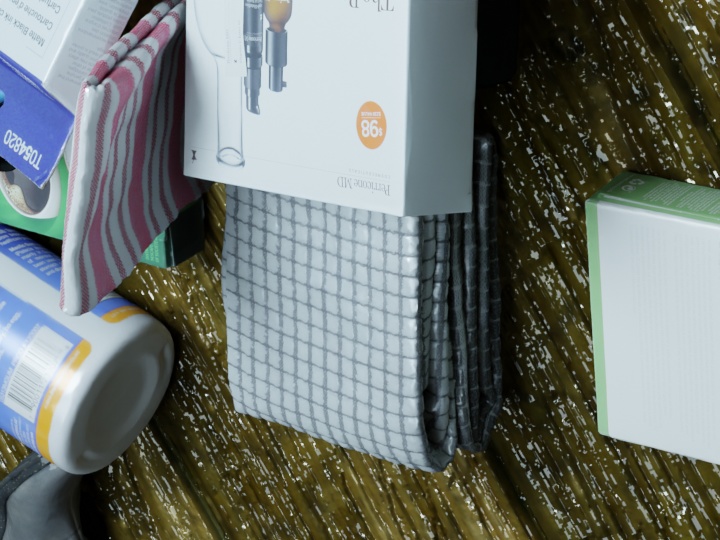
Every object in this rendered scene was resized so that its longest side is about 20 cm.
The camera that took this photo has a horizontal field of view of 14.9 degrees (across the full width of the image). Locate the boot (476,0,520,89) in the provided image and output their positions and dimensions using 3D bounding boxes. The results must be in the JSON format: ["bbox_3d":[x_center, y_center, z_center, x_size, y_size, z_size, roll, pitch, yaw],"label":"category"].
[{"bbox_3d":[0.082,-0.171,1.406,0.200,0.076,0.168,24,123,36],"label":"boot"}]

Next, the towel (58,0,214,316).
[{"bbox_3d":[-0.111,-0.079,1.531,0.030,0.200,0.147,17,124,14],"label":"towel"}]

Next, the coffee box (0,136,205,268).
[{"bbox_3d":[-0.187,-0.083,1.695,0.200,0.044,0.123,14,119,33],"label":"coffee box"}]

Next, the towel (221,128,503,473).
[{"bbox_3d":[0.000,0.000,1.562,0.165,0.086,0.200,17,118,41],"label":"towel"}]

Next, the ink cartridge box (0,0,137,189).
[{"bbox_3d":[-0.194,-0.173,1.548,0.200,0.041,0.200,34,101,46],"label":"ink cartridge box"}]

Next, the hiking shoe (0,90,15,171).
[{"bbox_3d":[-0.167,-0.137,1.602,0.200,0.074,0.087,-41,64,29],"label":"hiking shoe"}]

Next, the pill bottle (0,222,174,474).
[{"bbox_3d":[-0.226,0.035,1.744,0.200,0.112,0.112,31,129,23],"label":"pill bottle"}]

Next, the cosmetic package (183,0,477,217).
[{"bbox_3d":[-0.019,-0.114,1.431,0.200,0.052,0.151,12,105,52],"label":"cosmetic package"}]

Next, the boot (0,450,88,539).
[{"bbox_3d":[-0.186,0.187,1.835,0.132,0.070,0.200,45,144,7],"label":"boot"}]

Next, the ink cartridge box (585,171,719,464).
[{"bbox_3d":[0.214,0.037,1.435,0.200,0.048,0.146,13,121,33],"label":"ink cartridge box"}]
